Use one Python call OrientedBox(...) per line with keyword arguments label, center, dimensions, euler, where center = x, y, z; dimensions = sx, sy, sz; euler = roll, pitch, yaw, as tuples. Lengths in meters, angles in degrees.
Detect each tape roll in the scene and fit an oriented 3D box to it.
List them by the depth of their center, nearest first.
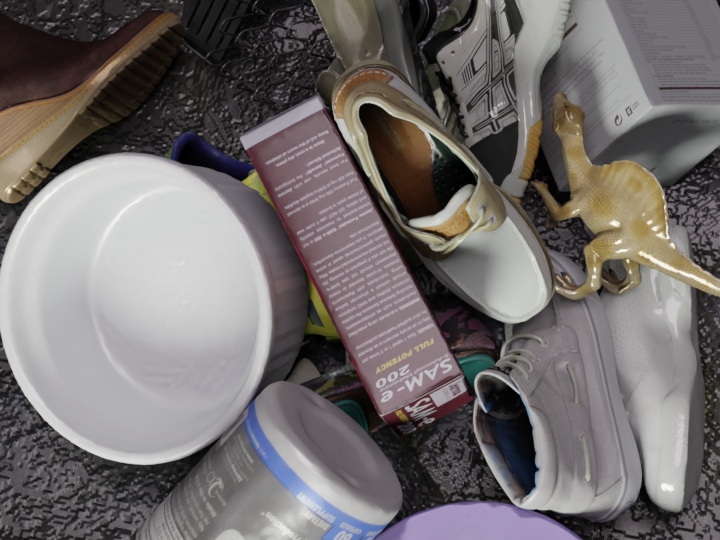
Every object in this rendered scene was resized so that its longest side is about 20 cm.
OrientedBox(label="tape roll", center=(0.075, 0.252, 0.965), dimensions=(0.199, 0.085, 0.201), euler=(-2, 69, 5))

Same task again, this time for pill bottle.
OrientedBox(label="pill bottle", center=(-0.077, 0.177, 0.963), dimensions=(0.114, 0.114, 0.200), euler=(46, 105, 18))

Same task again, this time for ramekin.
OrientedBox(label="ramekin", center=(-0.131, 0.021, 1.026), dimensions=(0.200, 0.098, 0.201), euler=(2, 96, 22))

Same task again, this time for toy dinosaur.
OrientedBox(label="toy dinosaur", center=(0.171, -0.021, 0.990), dimensions=(0.200, 0.101, 0.058), euler=(47, 45, 12))

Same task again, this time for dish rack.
OrientedBox(label="dish rack", center=(-0.050, -0.181, 1.116), dimensions=(0.200, 0.055, 0.154), euler=(38, 112, 17))

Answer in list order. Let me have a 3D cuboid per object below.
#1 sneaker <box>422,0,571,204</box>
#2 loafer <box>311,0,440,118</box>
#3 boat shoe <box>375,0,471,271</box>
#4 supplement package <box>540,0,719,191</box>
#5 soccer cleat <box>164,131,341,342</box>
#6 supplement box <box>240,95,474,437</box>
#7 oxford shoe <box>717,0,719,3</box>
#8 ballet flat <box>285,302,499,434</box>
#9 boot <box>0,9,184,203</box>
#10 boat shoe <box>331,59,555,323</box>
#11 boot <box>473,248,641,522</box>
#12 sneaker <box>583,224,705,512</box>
OrientedBox(label="sneaker", center=(0.080, -0.122, 1.024), dimensions=(0.087, 0.076, 0.201), euler=(9, 100, -5))
OrientedBox(label="loafer", center=(0.009, -0.121, 1.020), dimensions=(0.069, 0.075, 0.201), euler=(-13, 93, 12))
OrientedBox(label="boat shoe", center=(0.054, -0.101, 1.079), dimensions=(0.062, 0.072, 0.201), euler=(13, 83, -30))
OrientedBox(label="supplement package", center=(0.175, -0.170, 1.077), dimensions=(0.113, 0.110, 0.201), euler=(-4, 64, -34))
OrientedBox(label="soccer cleat", center=(-0.066, -0.024, 1.071), dimensions=(0.200, 0.084, 0.065), euler=(35, 47, 20))
OrientedBox(label="supplement box", center=(0.000, 0.000, 0.979), dimensions=(0.061, 0.109, 0.200), euler=(-28, 75, 1))
OrientedBox(label="oxford shoe", center=(0.305, -0.186, 1.112), dimensions=(0.074, 0.071, 0.201), euler=(-13, 69, -2))
OrientedBox(label="ballet flat", center=(-0.003, 0.080, 1.052), dimensions=(0.199, 0.069, 0.071), euler=(-26, 51, -8))
OrientedBox(label="boot", center=(-0.251, -0.167, 1.154), dimensions=(0.200, 0.072, 0.166), euler=(-42, 75, -5))
OrientedBox(label="boat shoe", center=(0.051, -0.039, 0.956), dimensions=(0.075, 0.068, 0.200), euler=(-39, 105, 12))
OrientedBox(label="boot", center=(0.115, 0.065, 1.003), dimensions=(0.074, 0.095, 0.201), euler=(-42, 50, 36))
OrientedBox(label="sneaker", center=(0.185, 0.067, 1.038), dimensions=(0.088, 0.075, 0.201), euler=(-5, 62, 16))
